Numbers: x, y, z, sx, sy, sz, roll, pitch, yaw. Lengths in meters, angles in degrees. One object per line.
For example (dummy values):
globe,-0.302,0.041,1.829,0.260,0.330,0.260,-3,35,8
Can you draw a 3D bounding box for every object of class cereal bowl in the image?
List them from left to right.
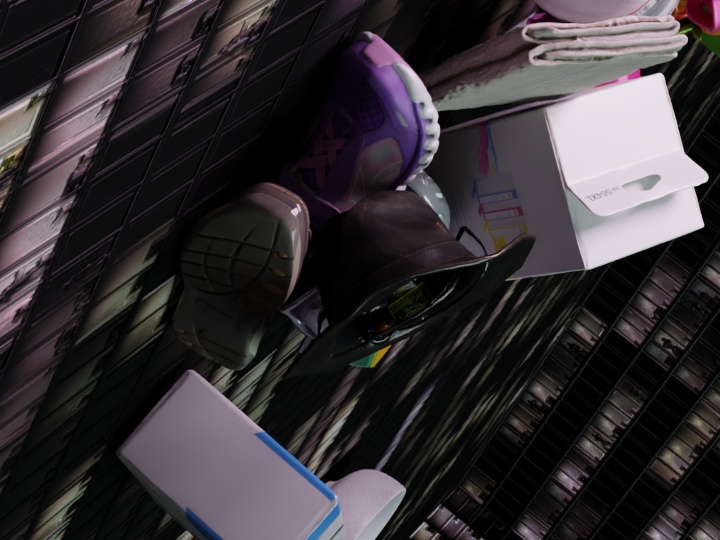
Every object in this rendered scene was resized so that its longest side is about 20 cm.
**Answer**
cereal bowl,-0.035,0.323,2.452,0.200,0.083,0.200,-49,170,-12

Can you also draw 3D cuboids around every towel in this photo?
towel,0.125,-0.144,1.372,0.132,0.035,0.200,-6,177,-25

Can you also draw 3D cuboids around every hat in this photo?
hat,0.018,-0.005,1.255,0.200,0.081,0.201,-26,170,-5

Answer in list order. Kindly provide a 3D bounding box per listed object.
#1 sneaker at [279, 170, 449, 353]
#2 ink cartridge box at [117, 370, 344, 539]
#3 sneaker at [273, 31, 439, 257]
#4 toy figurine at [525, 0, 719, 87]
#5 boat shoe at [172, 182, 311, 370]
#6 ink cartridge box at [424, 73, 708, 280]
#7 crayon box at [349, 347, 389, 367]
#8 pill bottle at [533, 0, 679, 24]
sneaker,0.000,0.000,1.527,0.114,0.075,0.200,-49,172,-31
ink cartridge box,-0.091,0.169,1.475,0.084,0.145,0.200,-48,169,-10
sneaker,-0.011,-0.070,1.268,0.088,0.081,0.200,-30,159,-24
toy figurine,0.210,-0.214,1.616,0.184,0.200,0.151,-27,124,-21
boat shoe,-0.071,-0.010,1.248,0.073,0.074,0.200,-59,-178,-30
ink cartridge box,0.158,-0.070,1.523,0.128,0.126,0.200,-20,-174,-33
crayon box,0.039,-0.011,1.710,0.200,0.058,0.119,-53,169,3
pill bottle,0.178,-0.226,1.434,0.114,0.114,0.200,-53,170,8
